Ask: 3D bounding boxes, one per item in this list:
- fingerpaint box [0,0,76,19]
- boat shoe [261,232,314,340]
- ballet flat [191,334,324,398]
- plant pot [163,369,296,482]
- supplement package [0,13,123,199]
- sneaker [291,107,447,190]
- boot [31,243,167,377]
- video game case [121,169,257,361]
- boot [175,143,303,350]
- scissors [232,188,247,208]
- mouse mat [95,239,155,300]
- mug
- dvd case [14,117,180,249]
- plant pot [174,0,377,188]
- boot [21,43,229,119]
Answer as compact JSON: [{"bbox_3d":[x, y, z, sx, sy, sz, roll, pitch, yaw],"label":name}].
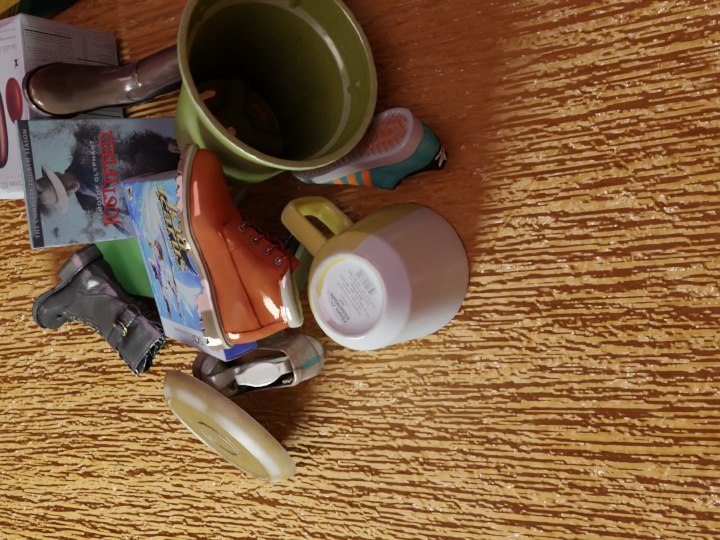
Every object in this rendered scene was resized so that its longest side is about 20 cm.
[{"bbox_3d":[-0.454,-0.445,0.912,0.164,0.073,0.204,-16,90,26],"label":"fingerpaint box"},{"bbox_3d":[-0.112,0.034,0.821,0.060,0.072,0.204,31,113,14],"label":"boat shoe"},{"bbox_3d":[-0.134,0.112,0.783,0.197,0.067,0.069,-17,99,30],"label":"ballet flat"},{"bbox_3d":[-0.164,0.195,0.826,0.198,0.028,0.201,29,152,17],"label":"plant pot"},{"bbox_3d":[-0.425,-0.199,0.890,0.188,0.146,0.204,-1,97,30],"label":"supplement package"},{"bbox_3d":[0.005,-0.117,0.742,0.198,0.079,0.073,1,70,47],"label":"sneaker"},{"bbox_3d":[-0.358,0.078,0.952,0.175,0.069,0.200,49,127,0],"label":"boot"},{"bbox_3d":[-0.201,-0.011,0.785,0.180,0.045,0.204,7,114,53],"label":"video game case"},{"bbox_3d":[-0.114,-0.027,0.664,0.105,0.075,0.204,-9,109,6],"label":"boot"},{"bbox_3d":[-0.204,-0.033,0.887,0.073,0.014,0.203,32,112,21],"label":"scissors"},{"bbox_3d":[-0.322,-0.065,0.938,0.158,0.007,0.204,7,102,30],"label":"mouse mat"},{"bbox_3d":[0.004,0.009,0.716,0.183,0.153,0.153,10,103,24],"label":"mug"},{"bbox_3d":[-0.301,-0.109,0.831,0.022,0.197,0.149,6,102,57],"label":"dvd case"},{"bbox_3d":[-0.111,-0.175,0.711,0.183,0.198,0.204,-21,89,60],"label":"plant pot"},{"bbox_3d":[-0.255,-0.230,0.789,0.197,0.186,0.065,-6,104,28],"label":"boot"}]
